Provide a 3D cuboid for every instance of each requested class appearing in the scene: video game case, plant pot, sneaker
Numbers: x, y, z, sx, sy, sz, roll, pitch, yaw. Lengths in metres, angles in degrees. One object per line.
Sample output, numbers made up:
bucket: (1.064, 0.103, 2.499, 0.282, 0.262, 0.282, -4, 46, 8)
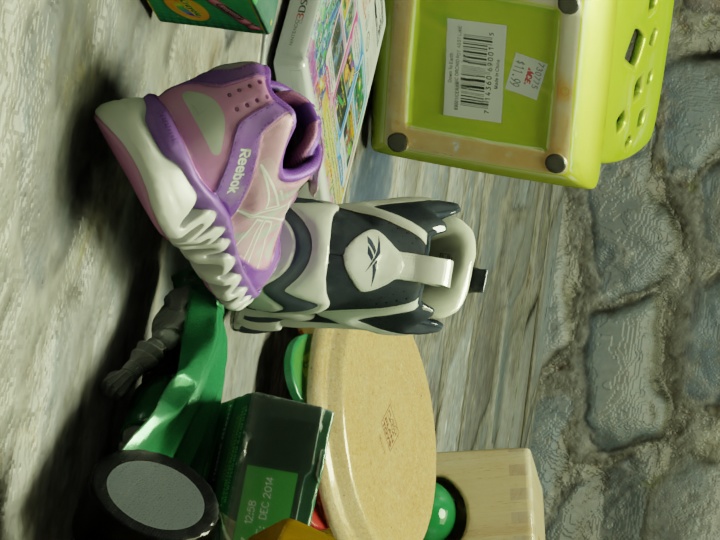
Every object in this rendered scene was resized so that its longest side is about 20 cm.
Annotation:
video game case: (-0.017, -0.144, 1.508, 0.200, 0.024, 0.182, 83, 18, -59)
plant pot: (0.110, -0.172, 1.739, 0.181, 0.199, 0.200, -50, 147, -60)
sneaker: (-0.054, -0.044, 1.115, 0.081, 0.088, 0.200, 57, -1, 15)
sneaker: (0.000, 0.000, 1.312, 0.199, 0.129, 0.080, 133, -35, -78)

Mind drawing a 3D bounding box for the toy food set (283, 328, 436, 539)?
toy food set: (-0.003, 0.103, 1.547, 0.198, 0.049, 0.200, -76, 151, -45)

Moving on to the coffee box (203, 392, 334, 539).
coffee box: (-0.063, 0.127, 1.189, 0.200, 0.044, 0.123, 157, -54, -77)

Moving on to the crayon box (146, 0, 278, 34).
crayon box: (-0.071, -0.193, 1.046, 0.200, 0.058, 0.119, 61, 38, -74)

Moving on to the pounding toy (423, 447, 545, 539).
pounding toy: (0.034, 0.209, 1.686, 0.200, 0.184, 0.142, 65, 22, -73)

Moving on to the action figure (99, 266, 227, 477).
action figure: (-0.094, 0.073, 1.139, 0.118, 0.055, 0.200, 86, 13, -45)

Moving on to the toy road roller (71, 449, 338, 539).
toy road roller: (-0.063, 0.182, 0.981, 0.146, 0.200, 0.123, -69, -176, -59)
